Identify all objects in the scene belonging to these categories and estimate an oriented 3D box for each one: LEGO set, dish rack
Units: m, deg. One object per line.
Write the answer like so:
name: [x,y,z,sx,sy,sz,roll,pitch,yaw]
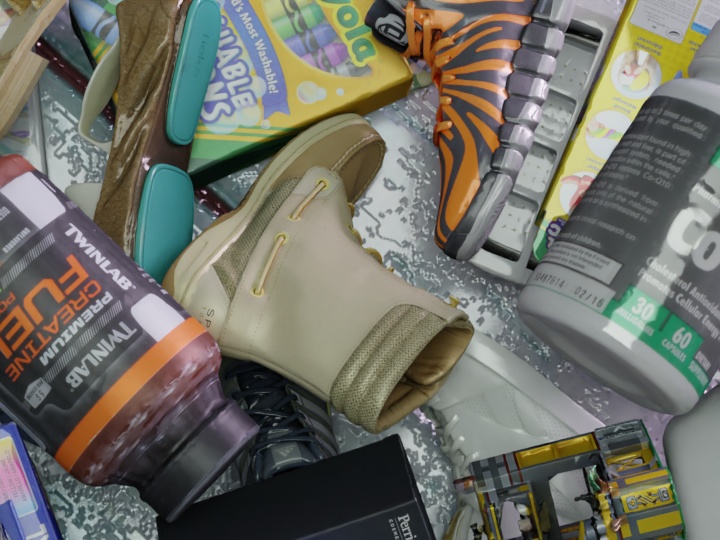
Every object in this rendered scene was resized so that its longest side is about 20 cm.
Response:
LEGO set: [0.117,0.178,1.299,0.116,0.154,0.200,-14,116,2]
dish rack: [0.163,-0.051,1.458,0.200,0.044,0.172,21,78,0]

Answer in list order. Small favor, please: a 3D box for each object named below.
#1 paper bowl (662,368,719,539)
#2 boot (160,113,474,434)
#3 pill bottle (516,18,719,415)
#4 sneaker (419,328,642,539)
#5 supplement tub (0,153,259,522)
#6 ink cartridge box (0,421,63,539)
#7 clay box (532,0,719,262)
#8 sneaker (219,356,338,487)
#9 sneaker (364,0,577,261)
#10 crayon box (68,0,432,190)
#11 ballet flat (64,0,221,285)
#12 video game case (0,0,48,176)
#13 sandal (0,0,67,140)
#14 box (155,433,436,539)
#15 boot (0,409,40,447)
paper bowl: [0.228,0.139,1.349,0.104,0.201,0.201,-12,81,6]
boot: [0.000,0.000,1.377,0.155,0.073,0.200,25,44,20]
pill bottle: [0.181,-0.032,1.330,0.113,0.113,0.200,33,81,2]
sneaker: [0.065,0.109,1.408,0.200,0.074,0.116,37,77,2]
supplement tub: [-0.147,0.039,1.294,0.200,0.107,0.107,43,80,4]
ink cartridge box: [-0.193,0.162,1.317,0.076,0.200,0.137,-20,82,-7]
clay box: [0.181,-0.072,1.418,0.115,0.048,0.200,24,81,-1]
sneaker: [-0.043,0.095,1.399,0.074,0.081,0.200,-20,81,-7]
sneaker: [0.049,-0.106,1.403,0.112,0.078,0.200,19,67,-1]
crayon box: [-0.057,-0.138,1.455,0.200,0.052,0.126,-24,82,-8]
ballet flat: [-0.129,-0.065,1.387,0.072,0.068,0.200,4,84,25]
video game case: [-0.277,-0.075,1.444,0.182,0.022,0.200,-6,80,-5]
sandal: [-0.196,-0.178,1.416,0.070,0.078,0.212,31,73,-22]
box: [-0.010,0.207,1.327,0.141,0.079,0.200,-20,115,-1]
boot: [-0.207,0.048,1.390,0.200,0.075,0.097,16,91,-9]
